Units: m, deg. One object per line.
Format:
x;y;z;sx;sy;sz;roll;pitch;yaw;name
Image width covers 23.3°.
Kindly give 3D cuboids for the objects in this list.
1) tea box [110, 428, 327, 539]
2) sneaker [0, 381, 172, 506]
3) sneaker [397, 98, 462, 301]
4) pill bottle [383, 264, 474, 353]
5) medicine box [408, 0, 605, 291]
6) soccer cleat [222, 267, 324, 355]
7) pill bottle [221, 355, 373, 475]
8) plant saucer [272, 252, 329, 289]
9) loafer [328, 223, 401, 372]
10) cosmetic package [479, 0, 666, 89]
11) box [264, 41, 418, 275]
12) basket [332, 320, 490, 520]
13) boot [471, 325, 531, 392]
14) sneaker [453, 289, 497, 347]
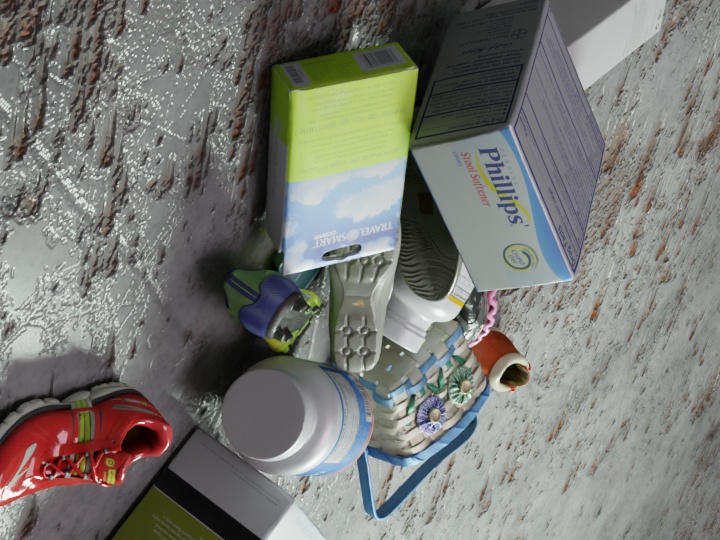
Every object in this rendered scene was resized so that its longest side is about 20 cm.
-0.141;0.295;1.698;0.197;0.133;0.200;-52;153;-11;tea box
-0.231;0.148;1.439;0.199;0.085;0.078;-24;138;-49;sneaker
0.085;-0.076;1.687;0.106;0.074;0.202;-41;135;-52;sneaker
0.078;-0.021;1.771;0.201;0.104;0.104;-58;154;2;pill bottle
0.139;-0.116;1.605;0.183;0.102;0.201;62;32;-35;medicine box
-0.084;0.029;1.592;0.065;0.083;0.200;-54;174;-4;soccer cleat
-0.063;0.139;1.658;0.113;0.112;0.200;-59;163;2;pill bottle
-0.014;-0.070;1.657;0.201;0.019;0.070;-53;154;-10;plant saucer
0.000;0.000;1.679;0.070;0.069;0.202;-93;-168;-62;loafer
0.212;-0.250;1.755;0.200;0.107;0.085;-39;149;-36;cosmetic package
-0.019;-0.096;1.533;0.121;0.048;0.201;-13;134;-21;box
0.053;0.151;1.872;0.176;0.138;0.201;-42;141;-29;basket
0.159;0.112;2.056;0.076;0.107;0.200;-60;155;3;boot
0.105;0.002;1.902;0.095;0.079;0.202;-9;129;-29;sneaker
